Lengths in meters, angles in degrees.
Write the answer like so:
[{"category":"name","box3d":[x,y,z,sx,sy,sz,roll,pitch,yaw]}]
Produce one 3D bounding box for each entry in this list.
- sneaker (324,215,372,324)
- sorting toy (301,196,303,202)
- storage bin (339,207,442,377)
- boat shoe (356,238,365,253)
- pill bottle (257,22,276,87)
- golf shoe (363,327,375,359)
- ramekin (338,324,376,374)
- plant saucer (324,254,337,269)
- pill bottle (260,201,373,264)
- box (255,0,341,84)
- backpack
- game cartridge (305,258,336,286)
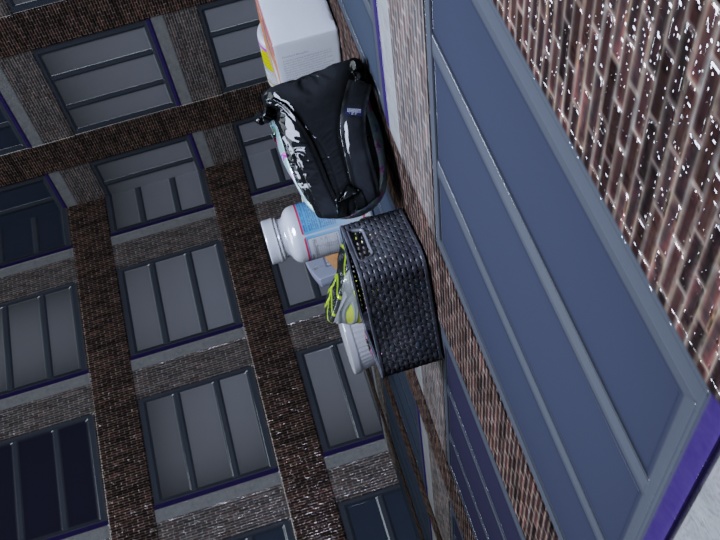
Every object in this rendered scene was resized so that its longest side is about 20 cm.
[{"category":"sneaker","box3d":[0.000,0.000,1.633,0.075,0.076,0.201,-126,53,-62]},{"category":"sorting toy","box3d":[-0.060,-0.133,2.055,0.180,0.106,0.201,-141,39,-65]},{"category":"storage bin","box3d":[0.044,0.032,1.304,0.135,0.093,0.201,-112,6,-51]},{"category":"boat shoe","box3d":[0.023,-0.035,1.487,0.200,0.071,0.060,168,91,-82]},{"category":"pill bottle","box3d":[-0.155,-0.447,1.991,0.200,0.104,0.105,81,171,-62]},{"category":"golf shoe","box3d":[0.038,0.072,1.709,0.092,0.072,0.201,75,-173,-82]},{"category":"ramekin","box3d":[0.002,0.138,2.225,0.202,0.094,0.204,164,90,-86]},{"category":"plant saucer","box3d":[-0.052,-0.085,1.967,0.200,0.032,0.201,39,139,45]},{"category":"pill bottle","box3d":[-0.077,-0.078,1.717,0.109,0.199,0.109,164,90,-86]},{"category":"box","box3d":[-0.100,-0.375,1.537,0.200,0.106,0.153,82,171,-64]},{"category":"backpack","box3d":[-0.033,-0.169,1.279,0.127,0.166,0.201,-27,-82,-74]},{"category":"game cartridge","box3d":[-0.067,-0.048,2.161,0.201,0.133,0.041,-110,4,-47]}]
